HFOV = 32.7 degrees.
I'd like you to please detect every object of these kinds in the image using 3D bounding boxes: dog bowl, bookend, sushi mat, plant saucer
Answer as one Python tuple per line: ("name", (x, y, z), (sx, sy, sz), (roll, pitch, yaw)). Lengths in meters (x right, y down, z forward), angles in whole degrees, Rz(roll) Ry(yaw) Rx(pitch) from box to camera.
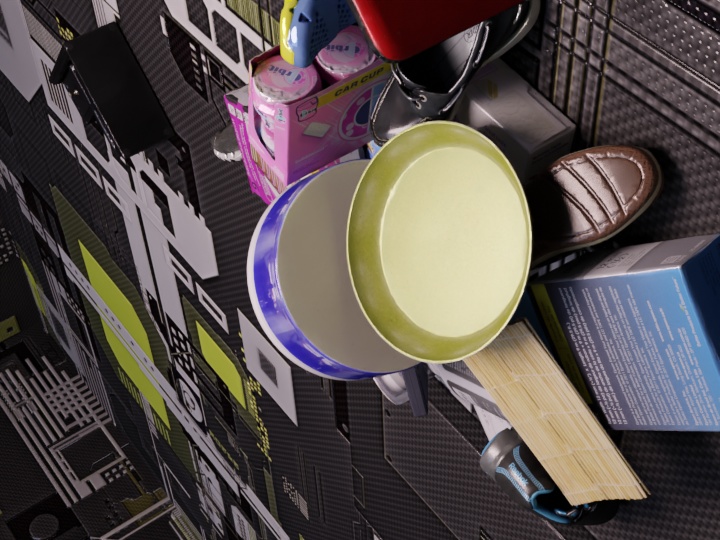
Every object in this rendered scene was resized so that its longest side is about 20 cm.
("dog bowl", (0.000, 0.000, 1.138), (0.201, 0.200, 0.079), (63, 156, -4))
("bookend", (-0.402, -0.265, 1.964), (0.199, 0.092, 0.200), (62, 158, -4))
("sushi mat", (0.162, 0.125, 1.055), (0.200, 0.012, 0.096), (53, 145, -14))
("plant saucer", (0.070, -0.024, 1.027), (0.199, 0.031, 0.201), (2, 92, 44))

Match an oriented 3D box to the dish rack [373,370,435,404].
("dish rack", (0.023, 0.052, 1.419), (0.200, 0.043, 0.172), (58, -163, 8))

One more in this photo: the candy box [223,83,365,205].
("candy box", (-0.065, -0.118, 1.351), (0.200, 0.061, 0.137), (35, 147, 48))

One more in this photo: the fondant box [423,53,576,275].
("fondant box", (0.113, -0.094, 1.121), (0.144, 0.058, 0.200), (48, 153, 28))

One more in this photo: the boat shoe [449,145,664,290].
("boat shoe", (0.167, -0.047, 1.016), (0.202, 0.075, 0.075), (-26, 79, 37))

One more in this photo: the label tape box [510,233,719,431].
("label tape box", (0.222, 0.056, 1.005), (0.200, 0.066, 0.144), (-8, 111, 53))

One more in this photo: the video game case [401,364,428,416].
("video game case", (0.050, 0.040, 1.315), (0.200, 0.019, 0.143), (-87, -16, -59))

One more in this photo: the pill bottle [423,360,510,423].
("pill bottle", (0.145, 0.083, 1.186), (0.200, 0.116, 0.116), (23, 136, 56))

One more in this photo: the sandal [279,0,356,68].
("sandal", (0.001, -0.250, 1.038), (0.087, 0.200, 0.080), (31, 165, 6))

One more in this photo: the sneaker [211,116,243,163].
("sneaker", (-0.136, -0.186, 1.538), (0.200, 0.066, 0.091), (8, 121, 58))

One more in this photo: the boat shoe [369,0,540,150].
("boat shoe", (0.061, -0.170, 1.017), (0.199, 0.066, 0.075), (-38, 69, 37))

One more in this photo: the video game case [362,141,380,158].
("video game case", (-0.018, -0.187, 1.306), (0.182, 0.045, 0.200), (56, 157, 9))

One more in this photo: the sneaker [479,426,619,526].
("sneaker", (0.194, 0.221, 1.186), (0.200, 0.073, 0.082), (27, -164, -41))

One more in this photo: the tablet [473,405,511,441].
("tablet", (0.162, 0.161, 1.374), (0.130, 0.014, 0.201), (0, 117, 64))

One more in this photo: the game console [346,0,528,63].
("game console", (0.040, -0.252, 0.908), (0.173, 0.200, 0.119), (63, 158, -5))

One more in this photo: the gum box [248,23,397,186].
("gum box", (-0.012, -0.169, 1.108), (0.066, 0.200, 0.114), (50, 157, 23))
